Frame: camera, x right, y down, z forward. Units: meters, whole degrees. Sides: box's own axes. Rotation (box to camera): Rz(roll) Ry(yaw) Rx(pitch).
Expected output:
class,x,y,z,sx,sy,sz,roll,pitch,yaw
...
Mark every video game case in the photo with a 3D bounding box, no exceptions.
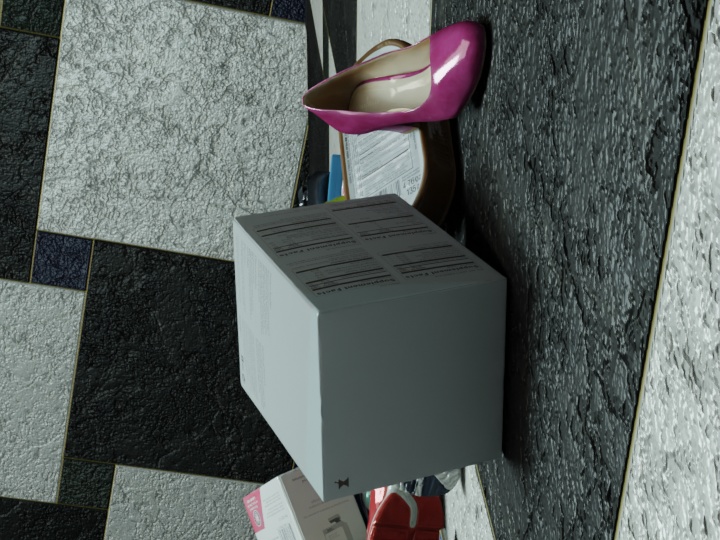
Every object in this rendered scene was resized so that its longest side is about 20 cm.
class,x,y,z,sx,sy,sz,roll,pitch,yaw
video game case,-0.025,-0.035,1.544,0.200,0.018,0.145,79,-165,-73

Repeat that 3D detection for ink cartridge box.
class,x,y,z,sx,sy,sz,roll,pitch,yaw
ink cartridge box,-0.047,0.328,1.464,0.146,0.082,0.202,-41,69,61

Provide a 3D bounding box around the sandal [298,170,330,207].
class,x,y,z,sx,sy,sz,roll,pitch,yaw
sandal,-0.051,-0.072,1.568,0.200,0.042,0.077,60,-147,-82

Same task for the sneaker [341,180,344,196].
class,x,y,z,sx,sy,sz,roll,pitch,yaw
sneaker,0.013,-0.062,1.476,0.087,0.073,0.203,-107,16,-78

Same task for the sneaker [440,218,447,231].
class,x,y,z,sx,sy,sz,roll,pitch,yaw
sneaker,0.035,-0.046,1.244,0.201,0.077,0.091,-102,8,-57

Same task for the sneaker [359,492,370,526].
class,x,y,z,sx,sy,sz,roll,pitch,yaw
sneaker,0.026,0.231,1.485,0.140,0.077,0.203,-174,82,-84

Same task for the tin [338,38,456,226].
class,x,y,z,sx,sy,sz,roll,pitch,yaw
tin,0.030,-0.115,1.149,0.111,0.042,0.202,-27,56,35

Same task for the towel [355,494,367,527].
class,x,y,z,sx,sy,sz,roll,pitch,yaw
towel,0.007,0.315,1.571,0.048,0.110,0.203,165,102,-70

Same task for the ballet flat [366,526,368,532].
class,x,y,z,sx,sy,sz,roll,pitch,yaw
ballet flat,0.044,0.301,1.366,0.069,0.070,0.203,92,174,-75

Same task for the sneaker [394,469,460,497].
class,x,y,z,sx,sy,sz,roll,pitch,yaw
sneaker,0.024,0.132,1.226,0.080,0.198,0.129,-64,-16,12

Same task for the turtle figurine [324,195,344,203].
class,x,y,z,sx,sy,sz,roll,pitch,yaw
turtle figurine,0.000,0.000,1.331,0.162,0.063,0.203,70,-159,-69

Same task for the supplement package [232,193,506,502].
class,x,y,z,sx,sy,sz,roll,pitch,yaw
supplement package,0.002,0.051,1.000,0.200,0.149,0.154,-137,42,-59

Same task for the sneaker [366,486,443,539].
class,x,y,z,sx,sy,sz,roll,pitch,yaw
sneaker,0.039,0.225,1.333,0.115,0.077,0.203,-150,70,-78

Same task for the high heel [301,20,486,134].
class,x,y,z,sx,sy,sz,roll,pitch,yaw
high heel,0.025,-0.154,1.017,0.200,0.095,0.068,163,112,-69

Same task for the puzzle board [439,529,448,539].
class,x,y,z,sx,sy,sz,roll,pitch,yaw
puzzle board,0.089,0.371,1.222,0.151,0.017,0.202,-99,8,-55
